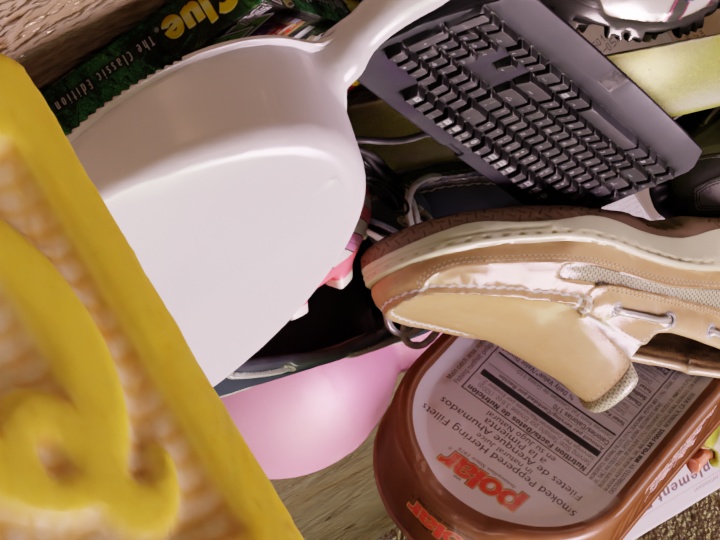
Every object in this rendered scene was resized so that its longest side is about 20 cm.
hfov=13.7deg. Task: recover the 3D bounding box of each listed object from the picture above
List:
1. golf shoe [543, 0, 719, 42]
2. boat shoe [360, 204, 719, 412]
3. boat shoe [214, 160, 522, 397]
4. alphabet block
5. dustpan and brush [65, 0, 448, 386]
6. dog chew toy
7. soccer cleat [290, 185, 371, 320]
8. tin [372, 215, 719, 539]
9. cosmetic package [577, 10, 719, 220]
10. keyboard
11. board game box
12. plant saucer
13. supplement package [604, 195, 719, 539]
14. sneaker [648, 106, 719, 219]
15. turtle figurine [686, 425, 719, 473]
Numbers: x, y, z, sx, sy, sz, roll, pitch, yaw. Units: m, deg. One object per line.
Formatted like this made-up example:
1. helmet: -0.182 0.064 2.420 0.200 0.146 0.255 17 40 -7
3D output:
1. golf shoe: 0.136 -0.148 1.185 0.199 0.077 0.089 -15 132 -34
2. boat shoe: 0.091 0.018 1.195 0.199 0.077 0.072 0 167 -32
3. boat shoe: 0.000 0.000 1.255 0.199 0.075 0.062 -17 -177 -26
4. alphabet block: -0.171 0.072 0.871 0.200 0.196 0.196 -36 172 26
5. dustpan and brush: -0.026 -0.047 1.002 0.199 0.057 0.140 -34 146 6
6. dog chew toy: -0.004 0.002 1.349 0.200 0.125 0.125 -38 173 -13
7. soccer cleat: -0.055 -0.012 1.122 0.066 0.077 0.200 0 -154 31
8. tin: 0.086 0.050 1.253 0.200 0.112 0.042 -45 160 -38
9. cosmetic package: 0.194 -0.105 1.477 0.200 0.104 0.073 -24 169 -47
10. keyboard: 0.041 -0.052 1.122 0.126 0.021 0.200 -17 156 22
11. board game box: -0.051 -0.068 1.081 0.104 0.024 0.200 -32 172 14
12. plant saucer: 0.078 -0.070 1.241 0.199 0.031 0.200 -10 -177 1
13. supplement package: 0.094 0.032 1.489 0.113 0.201 0.109 -26 -171 -31
14. sneaker: 0.172 -0.049 1.314 0.090 0.067 0.200 -17 179 13
15. turtle figurine: 0.096 0.057 1.328 0.161 0.200 0.065 -39 140 -15
